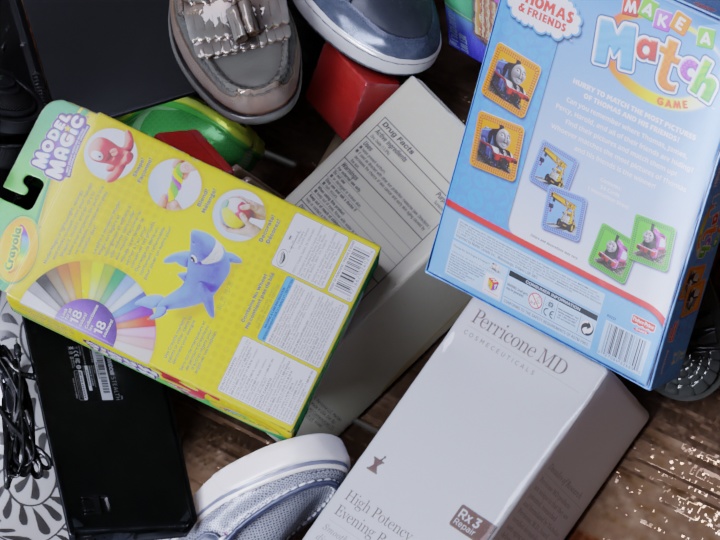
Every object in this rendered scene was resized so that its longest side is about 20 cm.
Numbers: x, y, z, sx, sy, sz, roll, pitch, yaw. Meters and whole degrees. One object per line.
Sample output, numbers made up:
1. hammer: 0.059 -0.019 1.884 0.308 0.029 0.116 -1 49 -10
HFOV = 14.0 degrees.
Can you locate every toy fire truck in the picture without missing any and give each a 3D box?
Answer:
1. toy fire truck: -0.066 -0.035 1.702 0.049 0.141 0.201 48 131 38

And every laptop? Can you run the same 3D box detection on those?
1. laptop: -0.173 -0.123 1.775 0.200 0.103 0.178 -53 43 37

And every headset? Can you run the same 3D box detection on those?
1. headset: -0.234 -0.063 1.652 0.200 0.094 0.124 177 109 -76

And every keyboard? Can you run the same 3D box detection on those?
1. keyboard: -0.160 0.065 1.617 0.040 0.104 0.201 121 141 -49

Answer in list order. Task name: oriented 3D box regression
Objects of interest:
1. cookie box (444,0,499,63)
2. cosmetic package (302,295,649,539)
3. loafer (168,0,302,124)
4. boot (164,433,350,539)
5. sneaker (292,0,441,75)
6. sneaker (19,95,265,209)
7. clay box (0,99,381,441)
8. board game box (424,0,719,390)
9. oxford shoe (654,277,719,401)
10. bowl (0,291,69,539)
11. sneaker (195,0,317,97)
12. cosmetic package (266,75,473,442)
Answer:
1. cookie box: 0.133 -0.164 1.614 0.075 0.172 0.200 -35 49 -26
2. cosmetic package: 0.053 0.124 1.576 0.102 0.074 0.200 29 82 35
3. loafer: -0.080 -0.171 1.685 0.072 0.063 0.200 -11 49 -6
4. boot: -0.071 0.173 1.609 0.200 0.073 0.091 -38 57 30
5. sneaker: 0.000 -0.222 1.655 0.077 0.146 0.203 -19 68 -30
6. sneaker: -0.139 -0.057 1.774 0.199 0.074 0.084 -6 63 37
7. clay box: -0.102 -0.001 1.595 0.199 0.048 0.115 26 79 4
8. board game box: 0.124 -0.061 1.529 0.151 0.037 0.201 28 117 29
9. oxford shoe: 0.147 -0.020 1.601 0.073 0.084 0.200 -34 75 20
10. bowl: -0.226 0.077 1.693 0.200 0.094 0.202 -11 74 42
11. sneaker: -0.116 -0.149 1.801 0.199 0.077 0.112 -1 56 20
12. cosmetic package: 0.000 0.000 1.667 0.200 0.071 0.105 -43 55 2
